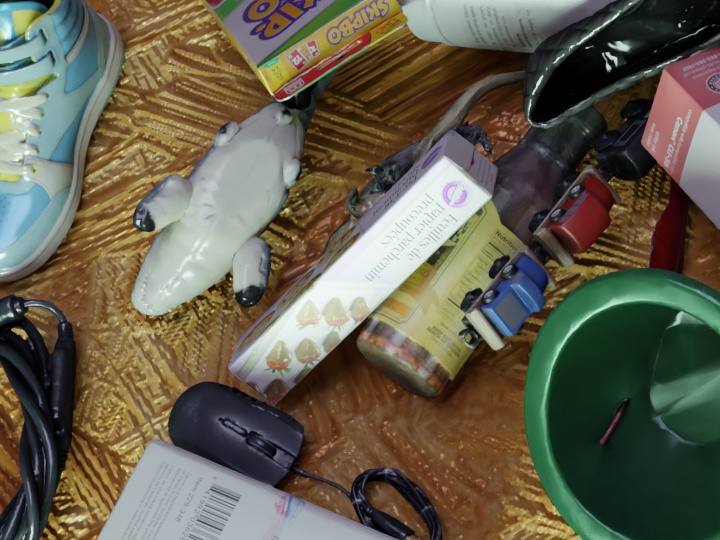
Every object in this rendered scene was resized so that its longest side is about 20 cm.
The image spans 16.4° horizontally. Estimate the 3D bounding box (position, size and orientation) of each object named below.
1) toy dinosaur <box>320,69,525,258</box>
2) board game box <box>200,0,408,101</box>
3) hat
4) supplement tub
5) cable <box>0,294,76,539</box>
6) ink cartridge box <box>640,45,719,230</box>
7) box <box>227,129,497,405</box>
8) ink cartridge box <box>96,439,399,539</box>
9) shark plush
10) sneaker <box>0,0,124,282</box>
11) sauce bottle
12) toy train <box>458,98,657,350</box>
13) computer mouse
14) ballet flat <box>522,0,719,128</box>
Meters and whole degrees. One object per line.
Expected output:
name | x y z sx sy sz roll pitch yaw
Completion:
toy dinosaur | 0.038 -0.063 1.522 0.047 0.088 0.200 45 84 -2
board game box | -0.041 -0.170 1.583 0.095 0.030 0.200 -33 32 -2
hat | 0.204 0.054 1.442 0.165 0.176 0.200 15 110 27
supplement tub | 0.135 -0.195 1.526 0.200 0.132 0.132 8 68 22
cable | -0.256 0.112 1.558 0.163 0.051 0.200 -8 63 16
ink cartridge box | 0.266 -0.046 1.414 0.116 0.068 0.200 -21 55 -26
box | 0.000 0.000 1.475 0.200 0.039 0.041 -44 14 26
ink cartridge box | -0.060 0.204 1.422 0.200 0.086 0.148 22 73 26
shark plush | -0.081 -0.063 1.561 0.091 0.083 0.200 24 75 -8
sneaker | -0.225 -0.103 1.608 0.079 0.131 0.200 6 67 21
sauce bottle | 0.076 -0.019 1.499 0.066 0.066 0.200 28 75 29
toy train | 0.125 -0.028 1.460 0.200 0.034 0.046 -49 24 -21
computer mouse | -0.036 0.118 1.486 0.200 0.034 0.059 23 73 27
ballet flat | 0.170 -0.135 1.423 0.200 0.066 0.057 -32 30 44
